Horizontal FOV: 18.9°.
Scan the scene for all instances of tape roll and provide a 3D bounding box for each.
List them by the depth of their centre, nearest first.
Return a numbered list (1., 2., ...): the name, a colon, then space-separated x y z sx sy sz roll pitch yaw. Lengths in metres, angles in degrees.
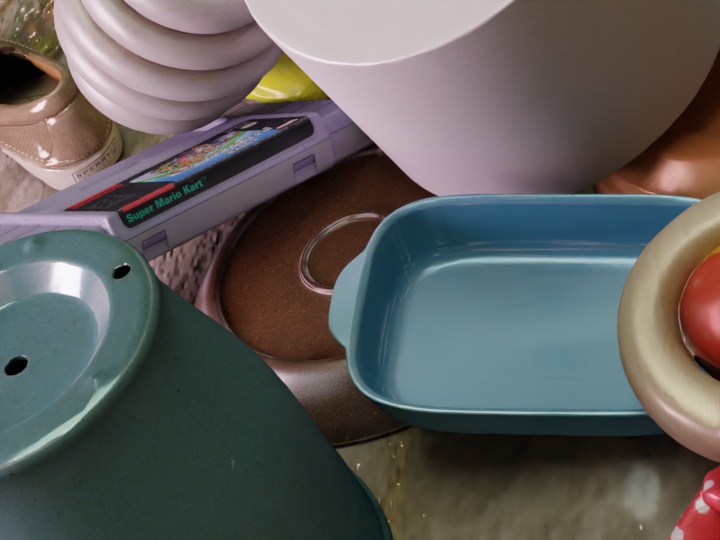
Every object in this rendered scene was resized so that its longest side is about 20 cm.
1. tape roll: 0.059 -0.149 1.024 0.201 0.139 0.204 -17 55 25

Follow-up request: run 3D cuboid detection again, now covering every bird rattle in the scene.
1. bird rattle: 0.178 0.037 0.875 0.163 0.113 0.200 34 79 35

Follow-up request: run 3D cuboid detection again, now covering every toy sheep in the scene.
1. toy sheep: -0.096 -0.140 1.113 0.136 0.201 0.139 7 56 -11

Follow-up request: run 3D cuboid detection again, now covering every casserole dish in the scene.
1. casserole dish: 0.085 0.023 0.964 0.198 0.039 0.122 0 52 14

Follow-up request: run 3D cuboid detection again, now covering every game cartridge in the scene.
1. game cartridge: -0.102 -0.041 1.098 0.199 0.039 0.129 -29 14 -33

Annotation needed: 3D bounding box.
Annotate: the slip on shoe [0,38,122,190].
1. slip on shoe: -0.215 -0.109 1.286 0.076 0.061 0.200 -40 41 -14

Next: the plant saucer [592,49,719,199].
1. plant saucer: 0.198 -0.097 1.055 0.198 0.038 0.201 -16 41 14

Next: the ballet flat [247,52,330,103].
1. ballet flat: -0.088 -0.131 1.228 0.199 0.067 0.067 8 50 39

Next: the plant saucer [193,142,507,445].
1. plant saucer: 0.000 0.000 1.071 0.198 0.032 0.201 -15 41 14

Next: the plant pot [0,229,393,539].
1. plant pot: -0.110 0.093 0.909 0.198 0.189 0.201 -16 41 15
